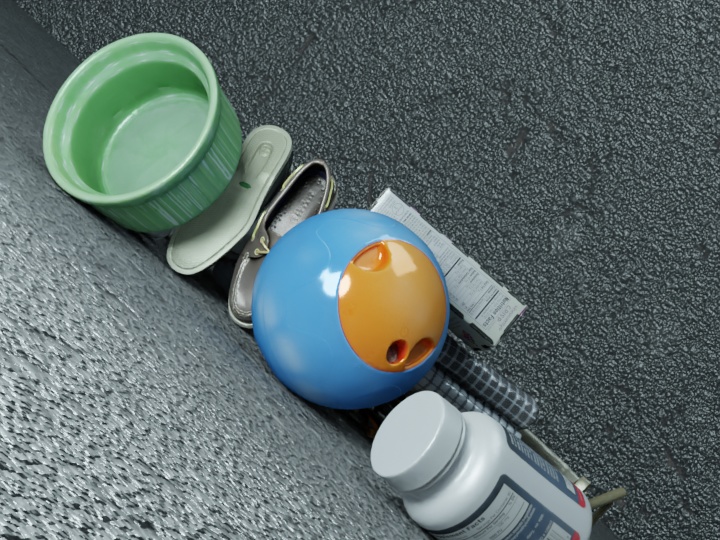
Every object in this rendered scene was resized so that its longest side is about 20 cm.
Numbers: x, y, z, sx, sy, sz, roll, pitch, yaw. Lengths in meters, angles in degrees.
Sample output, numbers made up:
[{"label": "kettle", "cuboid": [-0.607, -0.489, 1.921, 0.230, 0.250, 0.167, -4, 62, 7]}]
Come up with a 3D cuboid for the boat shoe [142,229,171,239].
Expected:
[{"label": "boat shoe", "cuboid": [-0.232, -0.078, 1.662, 0.086, 0.075, 0.202, 40, 4, -17]}]

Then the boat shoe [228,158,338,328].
[{"label": "boat shoe", "cuboid": [-0.087, -0.032, 1.584, 0.072, 0.201, 0.060, 28, -15, 9]}]

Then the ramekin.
[{"label": "ramekin", "cuboid": [-0.221, -0.138, 1.513, 0.200, 0.200, 0.098, 42, -5, 32]}]

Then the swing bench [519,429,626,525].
[{"label": "swing bench", "cuboid": [0.221, 0.274, 1.938, 0.199, 0.130, 0.200, 42, 8, 27]}]

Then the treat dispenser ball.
[{"label": "treat dispenser ball", "cuboid": [-0.010, 0.039, 1.454, 0.201, 0.201, 0.201, 41, 2, -1]}]

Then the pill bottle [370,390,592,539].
[{"label": "pill bottle", "cuboid": [0.109, 0.201, 1.330, 0.200, 0.120, 0.120, 40, 2, -26]}]

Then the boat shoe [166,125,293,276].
[{"label": "boat shoe", "cuboid": [-0.139, -0.067, 1.605, 0.072, 0.200, 0.068, 31, -20, 13]}]

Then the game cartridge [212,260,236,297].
[{"label": "game cartridge", "cuboid": [-0.087, 0.071, 1.762, 0.200, 0.042, 0.133, 40, 6, -35]}]

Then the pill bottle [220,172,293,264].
[{"label": "pill bottle", "cuboid": [-0.145, -0.069, 1.750, 0.114, 0.114, 0.200, 40, -19, -15]}]

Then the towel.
[{"label": "towel", "cuboid": [0.107, 0.134, 1.724, 0.165, 0.086, 0.200, 36, -8, -13]}]

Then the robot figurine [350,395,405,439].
[{"label": "robot figurine", "cuboid": [-0.009, 0.128, 1.626, 0.200, 0.058, 0.145, 40, 2, 1]}]

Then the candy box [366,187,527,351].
[{"label": "candy box", "cuboid": [0.081, 0.002, 1.598, 0.200, 0.061, 0.136, 41, -7, -1]}]
